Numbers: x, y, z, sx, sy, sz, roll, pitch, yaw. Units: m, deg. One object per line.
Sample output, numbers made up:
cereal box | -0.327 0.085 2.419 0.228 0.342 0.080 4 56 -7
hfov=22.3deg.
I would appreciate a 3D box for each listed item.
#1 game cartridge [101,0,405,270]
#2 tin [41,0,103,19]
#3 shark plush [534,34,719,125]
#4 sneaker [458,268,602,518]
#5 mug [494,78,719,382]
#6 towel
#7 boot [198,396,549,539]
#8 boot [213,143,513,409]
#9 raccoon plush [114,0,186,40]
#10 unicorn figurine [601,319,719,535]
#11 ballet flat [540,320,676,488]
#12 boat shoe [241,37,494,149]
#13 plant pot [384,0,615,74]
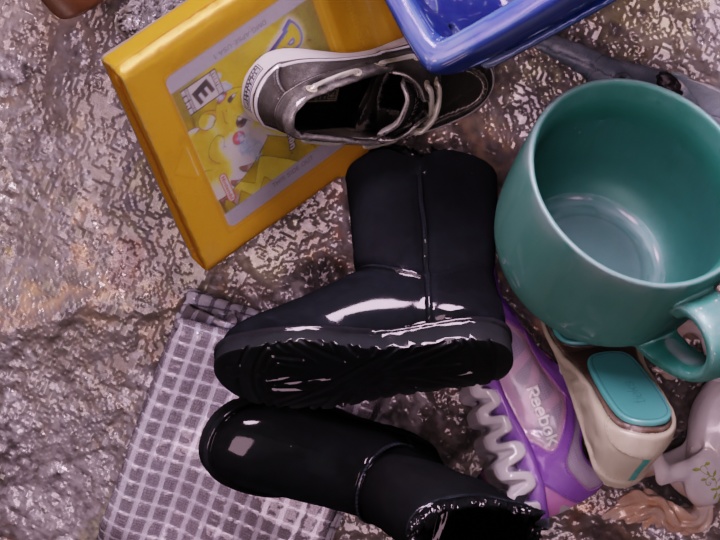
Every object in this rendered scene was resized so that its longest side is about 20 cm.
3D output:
game cartridge | -0.055 -0.120 1.203 0.199 0.032 0.177 -35 133 -15
tin | -0.142 -0.245 1.248 0.199 0.112 0.042 -35 118 15
shark plush | 0.214 -0.118 1.216 0.200 0.083 0.091 41 88 13
sneaker | 0.115 0.082 1.273 0.088 0.080 0.202 -15 86 -8
mug | 0.161 -0.015 1.168 0.151 0.115 0.186 11 59 -9
towel | -0.084 0.133 1.310 0.164 0.086 0.201 21 102 6
boot | 0.011 0.144 1.185 0.197 0.162 0.074 14 98 -30
boot | 0.000 0.000 1.213 0.198 0.169 0.077 -5 142 0
raccoon plush | -0.100 -0.211 1.231 0.096 0.134 0.201 19 102 8
unicorn figurine | 0.248 0.092 1.246 0.137 0.074 0.201 23 110 -17
ballet flat | 0.158 0.069 1.216 0.069 0.201 0.070 -3 124 -4
boat shoe | 0.019 -0.111 1.205 0.064 0.199 0.071 36 126 44
plant pot | 0.101 -0.246 1.155 0.199 0.180 0.201 -28 82 13
